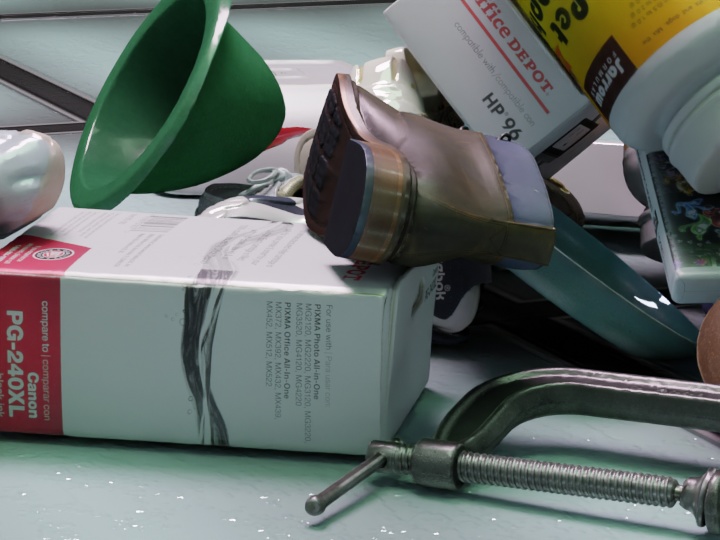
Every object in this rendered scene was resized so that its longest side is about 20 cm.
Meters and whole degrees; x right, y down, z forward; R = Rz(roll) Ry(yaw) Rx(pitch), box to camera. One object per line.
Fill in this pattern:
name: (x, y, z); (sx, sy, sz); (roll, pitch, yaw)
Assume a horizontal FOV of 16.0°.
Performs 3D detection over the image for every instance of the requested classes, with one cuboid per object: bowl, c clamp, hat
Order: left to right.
hat: (-0.063, -0.078, 1.600); (0.176, 0.200, 0.166); (31, -39, -24)
bowl: (-0.063, -0.108, 1.846); (0.200, 0.075, 0.200); (-1, 12, -11)
c clamp: (0.099, 0.084, 1.119); (0.200, 0.027, 0.171); (3, 20, 21)

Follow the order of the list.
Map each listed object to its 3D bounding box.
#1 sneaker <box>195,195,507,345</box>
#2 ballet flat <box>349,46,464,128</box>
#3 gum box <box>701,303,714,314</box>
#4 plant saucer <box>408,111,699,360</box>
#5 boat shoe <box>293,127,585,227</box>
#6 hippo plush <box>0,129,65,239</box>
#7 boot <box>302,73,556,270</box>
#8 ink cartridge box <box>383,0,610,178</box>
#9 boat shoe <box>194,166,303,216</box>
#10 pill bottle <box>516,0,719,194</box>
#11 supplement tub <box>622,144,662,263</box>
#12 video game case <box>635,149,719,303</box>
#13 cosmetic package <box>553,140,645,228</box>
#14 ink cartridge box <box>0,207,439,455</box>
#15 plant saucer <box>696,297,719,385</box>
sneaker: (0.000, 0.000, 1.360); (0.130, 0.080, 0.199); (1, 0, 40)
ballet flat: (0.019, -0.090, 1.467); (0.068, 0.075, 0.200); (1, 9, 13)
gum box: (0.296, 0.021, 1.368); (0.200, 0.045, 0.170); (-1, 14, -2)
plant saucer: (0.096, -0.013, 1.343); (0.200, 0.027, 0.200); (37, 8, -6)
boat shoe: (0.047, -0.049, 1.601); (0.200, 0.072, 0.060); (17, 21, 37)
hippo plush: (-0.256, -0.061, 1.253); (0.200, 0.161, 0.159); (-29, 4, 21)
boot: (0.029, -0.041, 1.232); (0.097, 0.075, 0.200); (12, 18, -11)
ink cartridge box: (0.081, -0.118, 1.459); (0.068, 0.116, 0.200); (-39, -8, 10)
boat shoe: (-0.016, -0.036, 1.549); (0.202, 0.065, 0.074); (11, 16, 40)
pill bottle: (0.150, -0.140, 1.339); (0.109, 0.109, 0.200); (-12, 59, -43)
supplement tub: (0.228, -0.108, 1.510); (0.145, 0.200, 0.145); (2, -11, 0)
video game case: (0.250, -0.050, 1.363); (0.200, 0.023, 0.182); (-1, 41, -4)
cosmetic package: (0.185, -0.053, 1.629); (0.200, 0.051, 0.083); (5, -2, 15)
ink cartridge box: (-0.070, 0.027, 1.232); (0.200, 0.083, 0.145); (4, 13, 10)
plant saucer: (0.260, 0.030, 1.206); (0.200, 0.037, 0.200); (0, 33, 0)
